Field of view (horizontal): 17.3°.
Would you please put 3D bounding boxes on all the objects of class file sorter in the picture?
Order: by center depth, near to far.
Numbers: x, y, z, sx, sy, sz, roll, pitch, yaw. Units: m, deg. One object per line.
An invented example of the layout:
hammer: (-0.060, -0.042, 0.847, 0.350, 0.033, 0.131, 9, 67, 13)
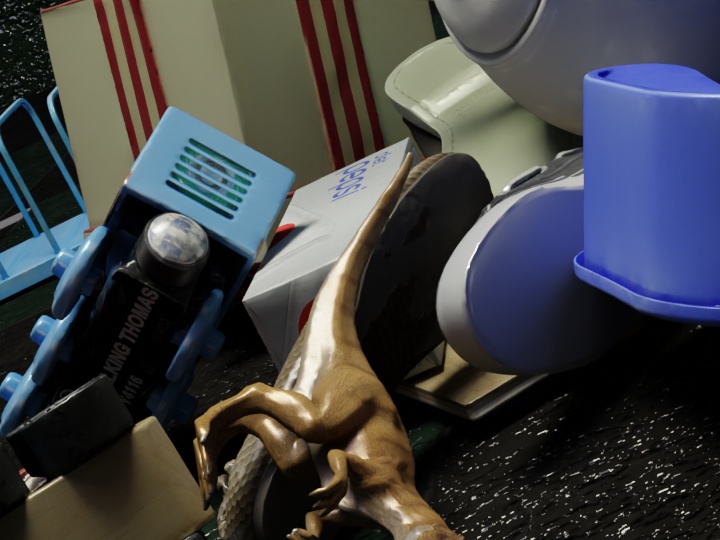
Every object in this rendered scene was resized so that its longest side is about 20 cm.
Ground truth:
file sorter: (-0.284, -0.051, 1.835, 0.199, 0.123, 0.139, -26, 12, 10)

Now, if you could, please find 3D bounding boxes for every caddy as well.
caddy: (0.154, -0.021, 0.850, 0.141, 0.106, 0.200, -6, 9, -10)

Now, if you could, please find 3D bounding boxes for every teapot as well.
teapot: (0.095, -0.148, 1.033, 0.145, 0.201, 0.198, 0, 43, -26)

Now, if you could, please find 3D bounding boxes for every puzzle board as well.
puzzle board: (0.077, 0.016, 1.057, 0.150, 0.017, 0.200, -30, 13, -14)

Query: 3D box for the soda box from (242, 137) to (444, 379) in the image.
soda box: (0.000, 0.000, 1.093, 0.068, 0.064, 0.200, -24, 12, 12)

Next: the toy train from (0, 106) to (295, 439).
toy train: (-0.102, 0.021, 1.107, 0.114, 0.086, 0.200, -62, 2, -40)

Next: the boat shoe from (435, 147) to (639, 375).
boat shoe: (0.077, -0.010, 0.960, 0.068, 0.072, 0.200, -13, 16, 39)

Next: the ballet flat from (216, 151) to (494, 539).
ballet flat: (-0.004, 0.033, 0.953, 0.046, 0.067, 0.201, -3, 50, 46)

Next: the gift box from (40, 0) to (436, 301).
gift box: (-0.071, -0.075, 1.325, 0.199, 0.188, 0.184, -17, 6, -36)

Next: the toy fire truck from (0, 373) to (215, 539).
toy fire truck: (-0.173, 0.120, 0.961, 0.176, 0.129, 0.200, -34, 2, -24)

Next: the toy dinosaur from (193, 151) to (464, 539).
toy dinosaur: (-0.010, 0.052, 0.880, 0.106, 0.061, 0.201, -10, 47, -7)

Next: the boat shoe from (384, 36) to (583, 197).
boat shoe: (0.072, -0.055, 1.158, 0.072, 0.061, 0.201, -31, 29, -1)
